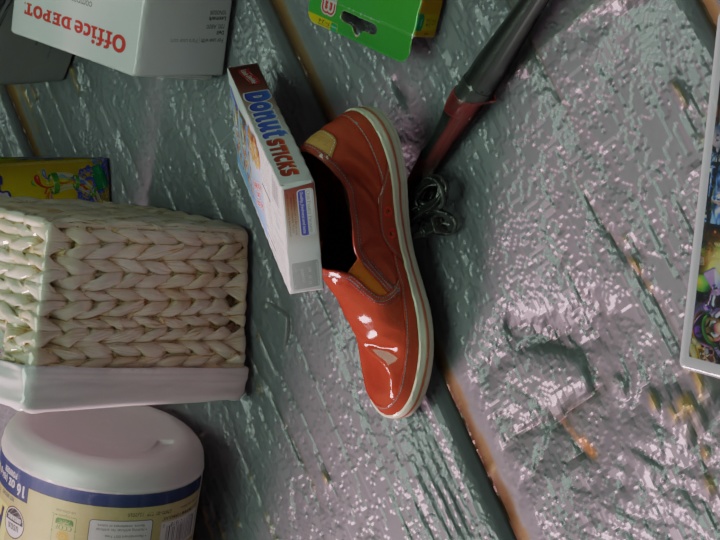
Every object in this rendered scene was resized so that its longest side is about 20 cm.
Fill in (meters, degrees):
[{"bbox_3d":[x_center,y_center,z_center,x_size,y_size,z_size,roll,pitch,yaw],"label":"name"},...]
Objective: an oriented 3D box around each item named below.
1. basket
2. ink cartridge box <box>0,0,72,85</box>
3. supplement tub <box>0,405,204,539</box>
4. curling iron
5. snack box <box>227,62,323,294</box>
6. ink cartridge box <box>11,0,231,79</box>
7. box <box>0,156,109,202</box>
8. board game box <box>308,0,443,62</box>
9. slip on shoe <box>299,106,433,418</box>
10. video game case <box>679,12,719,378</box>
[{"bbox_3d":[-0.183,0.019,1.335,0.135,0.199,0.124,13,99,42],"label":"basket"},{"bbox_3d":[-0.318,-0.201,1.436,0.146,0.199,0.084,44,125,31],"label":"ink cartridge box"},{"bbox_3d":[-0.191,0.204,1.397,0.144,0.144,0.202,22,109,40],"label":"supplement tub"},{"bbox_3d":[0.072,-0.098,1.195,0.050,0.025,0.201,50,126,32],"label":"curling iron"},{"bbox_3d":[-0.055,-0.062,1.239,0.200,0.024,0.072,-116,18,-61],"label":"snack box"},{"bbox_3d":[-0.157,-0.244,1.356,0.144,0.084,0.202,22,110,40],"label":"ink cartridge box"},{"bbox_3d":[-0.320,-0.020,1.455,0.192,0.199,0.123,3,97,42],"label":"box"},{"bbox_3d":[0.025,-0.238,1.225,0.095,0.030,0.201,29,111,38],"label":"board game box"},{"bbox_3d":[0.000,0.000,1.232,0.074,0.061,0.202,20,125,54],"label":"slip on shoe"},{"bbox_3d":[0.256,-0.027,1.033,0.181,0.023,0.202,15,105,41],"label":"video game case"}]
